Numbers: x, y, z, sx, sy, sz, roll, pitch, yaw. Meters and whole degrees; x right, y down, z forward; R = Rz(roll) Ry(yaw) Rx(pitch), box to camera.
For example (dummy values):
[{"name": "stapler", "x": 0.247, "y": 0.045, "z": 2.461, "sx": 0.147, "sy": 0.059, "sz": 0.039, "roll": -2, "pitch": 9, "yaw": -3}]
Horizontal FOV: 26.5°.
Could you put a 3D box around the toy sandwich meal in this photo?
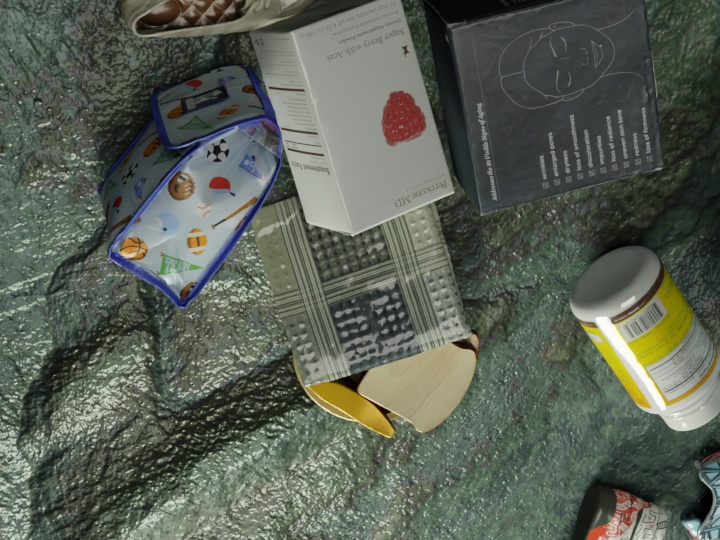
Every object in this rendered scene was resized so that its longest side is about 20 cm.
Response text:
[{"name": "toy sandwich meal", "x": 0.026, "y": 0.092, "z": 1.638, "sx": 0.203, "sy": 0.070, "sz": 0.207, "roll": -4, "pitch": 112, "yaw": -9}]

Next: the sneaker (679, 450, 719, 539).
[{"name": "sneaker", "x": 0.421, "y": 0.303, "z": 1.804, "sx": 0.094, "sy": 0.079, "sz": 0.202, "roll": 0, "pitch": 104, "yaw": 0}]

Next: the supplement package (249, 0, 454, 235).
[{"name": "supplement package", "x": -0.008, "y": -0.153, "z": 1.476, "sx": 0.120, "sy": 0.120, "sz": 0.202, "roll": -23, "pitch": 106, "yaw": -20}]

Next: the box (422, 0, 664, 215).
[{"name": "box", "x": 0.182, "y": -0.186, "z": 1.526, "sx": 0.194, "sy": 0.124, "sz": 0.202, "roll": -15, "pitch": 114, "yaw": -6}]

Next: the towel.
[{"name": "towel", "x": 0.000, "y": 0.000, "z": 1.590, "sx": 0.191, "sy": 0.035, "sz": 0.202, "roll": -17, "pitch": 91, "yaw": -1}]

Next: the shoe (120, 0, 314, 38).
[{"name": "shoe", "x": -0.132, "y": -0.258, "z": 1.477, "sx": 0.198, "sy": 0.053, "sz": 0.071, "roll": -13, "pitch": 114, "yaw": -5}]

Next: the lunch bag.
[{"name": "lunch bag", "x": -0.159, "y": -0.097, "z": 1.476, "sx": 0.123, "sy": 0.170, "sz": 0.200, "roll": 35, "pitch": 103, "yaw": -26}]

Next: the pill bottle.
[{"name": "pill bottle", "x": 0.319, "y": 0.078, "z": 1.666, "sx": 0.109, "sy": 0.109, "sz": 0.201, "roll": -35, "pitch": 114, "yaw": 5}]

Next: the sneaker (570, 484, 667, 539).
[{"name": "sneaker", "x": 0.289, "y": 0.354, "z": 1.795, "sx": 0.107, "sy": 0.067, "sz": 0.203, "roll": 16, "pitch": 105, "yaw": -14}]
